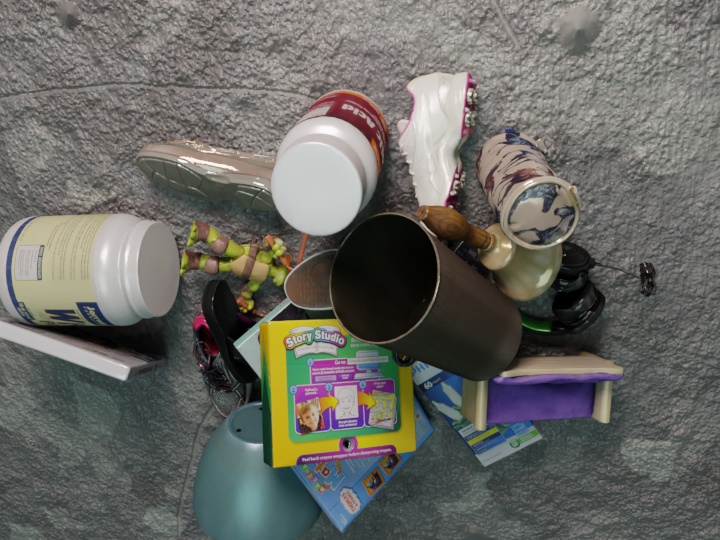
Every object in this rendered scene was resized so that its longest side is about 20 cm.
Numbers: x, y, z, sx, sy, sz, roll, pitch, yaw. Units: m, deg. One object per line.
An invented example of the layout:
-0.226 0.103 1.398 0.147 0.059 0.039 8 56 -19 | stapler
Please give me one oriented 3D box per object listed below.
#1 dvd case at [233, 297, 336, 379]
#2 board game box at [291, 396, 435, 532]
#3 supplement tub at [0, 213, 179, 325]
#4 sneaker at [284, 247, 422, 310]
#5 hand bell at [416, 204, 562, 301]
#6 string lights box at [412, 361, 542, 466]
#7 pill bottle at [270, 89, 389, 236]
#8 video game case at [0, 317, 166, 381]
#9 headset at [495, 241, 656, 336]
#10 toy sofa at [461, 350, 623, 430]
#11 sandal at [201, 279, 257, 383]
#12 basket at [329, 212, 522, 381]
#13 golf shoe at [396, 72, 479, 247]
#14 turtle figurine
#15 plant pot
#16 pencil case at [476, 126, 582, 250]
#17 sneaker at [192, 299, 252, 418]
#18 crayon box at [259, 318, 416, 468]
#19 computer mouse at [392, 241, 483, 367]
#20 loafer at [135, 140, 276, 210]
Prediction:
-0.063 0.129 0.898 0.145 0.022 0.202 -38 118 -12 | dvd case
0.001 0.240 0.912 0.199 0.036 0.153 -42 117 -21 | board game box
-0.358 -0.001 0.865 0.194 0.146 0.149 -1 116 9 | supplement tub
0.000 0.000 0.832 0.195 0.085 0.075 -19 87 3 | sneaker
0.136 -0.037 0.738 0.197 0.105 0.104 18 125 -41 | hand bell
0.160 0.171 0.915 0.102 0.059 0.201 -34 106 23 | string lights box
-0.031 -0.124 0.721 0.111 0.201 0.117 3 118 7 | pill bottle
-0.391 0.107 0.913 0.195 0.182 0.024 19 86 -1 | video game case
0.264 0.025 0.808 0.196 0.094 0.126 -16 114 28 | headset
0.234 0.156 0.831 0.194 0.097 0.085 1 97 -16 | toy sofa
-0.162 0.093 0.888 0.047 0.077 0.203 0 142 13 | sandal
0.087 0.043 0.735 0.198 0.180 0.138 29 94 -37 | basket
0.083 -0.131 0.764 0.089 0.075 0.206 11 96 16 | golf shoe
-0.152 -0.017 0.863 0.157 0.066 0.201 18 141 -16 | turtle figurine
-0.146 0.274 0.936 0.194 0.201 0.138 6 116 6 | plant pot
0.179 -0.093 0.704 0.089 0.201 0.078 -38 109 18 | pencil case
-0.212 0.134 0.948 0.078 0.075 0.205 -2 116 9 | sneaker
-0.029 0.152 0.840 0.195 0.058 0.178 0 82 -22 | crayon box
0.098 0.034 0.840 0.058 0.034 0.202 33 92 -29 | computer mouse
-0.186 -0.131 0.831 0.195 0.064 0.072 15 151 5 | loafer
